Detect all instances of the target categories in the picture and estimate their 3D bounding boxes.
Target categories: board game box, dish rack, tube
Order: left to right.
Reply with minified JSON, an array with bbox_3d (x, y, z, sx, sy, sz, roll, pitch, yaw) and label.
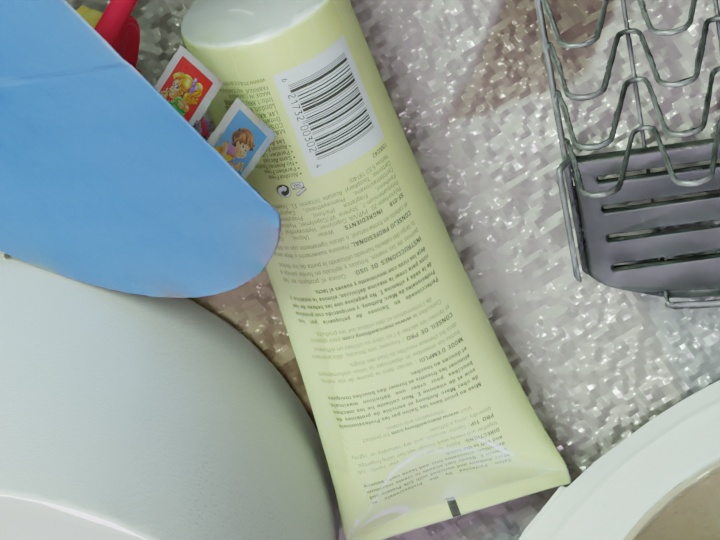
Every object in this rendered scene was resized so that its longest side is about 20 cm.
[{"bbox_3d":[-0.107,-0.067,0.878,0.158,0.039,0.200,-3,140,48],"label":"board game box"},{"bbox_3d":[0.000,0.000,0.937,0.058,0.052,0.200,7,130,42],"label":"tube"},{"bbox_3d":[0.118,-0.073,0.884,0.153,0.055,0.200,-8,119,8],"label":"dish rack"}]

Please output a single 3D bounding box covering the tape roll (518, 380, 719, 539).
[{"bbox_3d":[0.131,0.107,0.900,0.202,0.203,0.071,-28,115,17],"label":"tape roll"}]

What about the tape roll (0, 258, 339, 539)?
[{"bbox_3d":[-0.109,0.115,0.952,0.202,0.139,0.203,2,119,3],"label":"tape roll"}]
